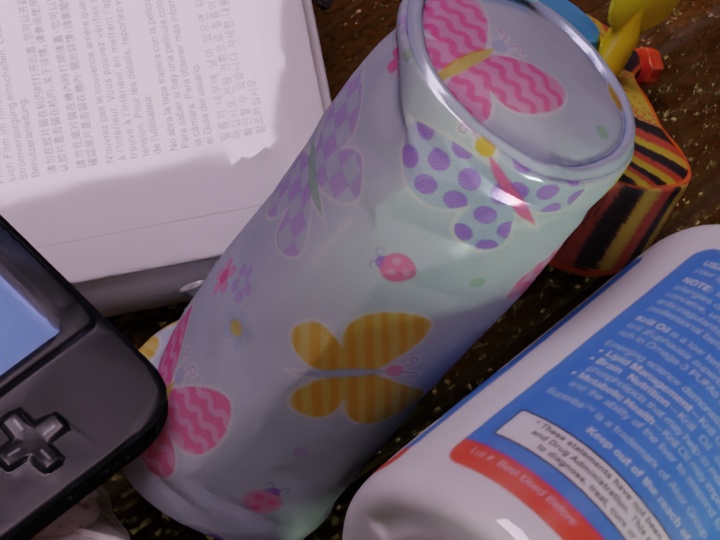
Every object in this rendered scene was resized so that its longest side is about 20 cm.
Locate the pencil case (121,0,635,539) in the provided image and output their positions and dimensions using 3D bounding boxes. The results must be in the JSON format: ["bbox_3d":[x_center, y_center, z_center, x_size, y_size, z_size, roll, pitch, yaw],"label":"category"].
[{"bbox_3d":[0.000,0.000,0.848,0.083,0.200,0.091,24,39,-21],"label":"pencil case"}]

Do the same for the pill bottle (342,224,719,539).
[{"bbox_3d":[0.099,0.055,0.838,0.112,0.112,0.200,36,55,27],"label":"pill bottle"}]

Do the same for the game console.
[{"bbox_3d":[-0.180,0.002,0.806,0.172,0.119,0.200,-37,66,-22],"label":"game console"}]

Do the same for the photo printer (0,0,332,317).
[{"bbox_3d":[-0.111,-0.062,0.950,0.200,0.069,0.166,-12,81,-2],"label":"photo printer"}]

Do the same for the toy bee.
[{"bbox_3d":[0.071,-0.067,0.937,0.109,0.131,0.200,13,49,-32],"label":"toy bee"}]

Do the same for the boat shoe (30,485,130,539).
[{"bbox_3d":[-0.108,0.090,0.875,0.200,0.071,0.070,3,58,17],"label":"boat shoe"}]
